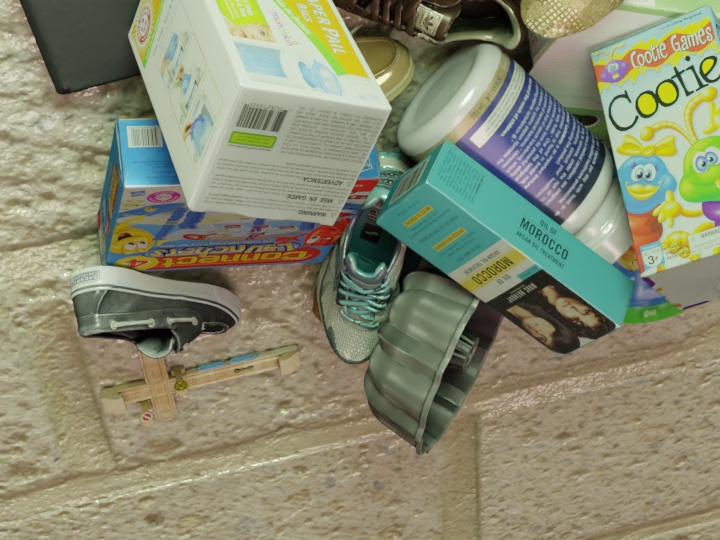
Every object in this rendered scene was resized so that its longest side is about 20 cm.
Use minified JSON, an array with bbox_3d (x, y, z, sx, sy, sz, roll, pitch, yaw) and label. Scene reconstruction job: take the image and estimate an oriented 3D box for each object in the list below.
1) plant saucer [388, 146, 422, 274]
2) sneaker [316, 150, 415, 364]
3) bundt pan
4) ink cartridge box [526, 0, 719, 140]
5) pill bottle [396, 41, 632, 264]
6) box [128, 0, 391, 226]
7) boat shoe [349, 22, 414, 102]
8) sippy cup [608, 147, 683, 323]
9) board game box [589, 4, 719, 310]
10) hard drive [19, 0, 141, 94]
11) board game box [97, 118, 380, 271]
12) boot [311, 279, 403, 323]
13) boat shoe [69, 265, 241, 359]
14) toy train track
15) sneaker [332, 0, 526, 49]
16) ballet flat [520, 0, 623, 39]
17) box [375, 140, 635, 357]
[{"bbox_3d":[0.092,-0.053,1.203,0.199,0.036,0.200,-10,140,-8],"label":"plant saucer"},{"bbox_3d":[0.000,0.000,1.135,0.077,0.086,0.201,11,117,2],"label":"sneaker"},{"bbox_3d":[0.067,0.060,1.171,0.076,0.202,0.202,25,136,15],"label":"bundt pan"},{"bbox_3d":[0.206,-0.182,1.113,0.145,0.048,0.200,2,157,-21],"label":"ink cartridge box"},{"bbox_3d":[0.137,-0.087,1.087,0.200,0.116,0.116,39,116,-17],"label":"pill bottle"},{"bbox_3d":[-0.075,-0.138,0.894,0.112,0.200,0.102,5,131,-30],"label":"box"},{"bbox_3d":[-0.055,-0.148,1.032,0.199,0.073,0.063,-18,140,-1],"label":"boat shoe"},{"bbox_3d":[0.254,-0.042,1.220,0.139,0.178,0.131,7,131,23],"label":"sippy cup"},{"bbox_3d":[0.264,-0.087,1.038,0.103,0.201,0.105,-19,155,25],"label":"board game box"},{"bbox_3d":[-0.181,-0.225,0.937,0.139,0.033,0.200,-16,137,-4],"label":"hard drive"},{"bbox_3d":[-0.105,-0.059,1.059,0.199,0.056,0.196,-3,162,-16],"label":"board game box"},{"bbox_3d":[0.032,0.050,1.290,0.075,0.074,0.200,-15,147,36],"label":"boot"},{"bbox_3d":[-0.175,0.046,1.156,0.072,0.068,0.200,-16,163,27],"label":"boat shoe"},{"bbox_3d":[-0.156,0.114,1.296,0.199,0.033,0.115,-13,137,-8],"label":"toy train track"},{"bbox_3d":[0.040,-0.214,0.996,0.199,0.076,0.071,3,133,-23],"label":"sneaker"},{"bbox_3d":[0.199,-0.251,0.980,0.200,0.071,0.065,-43,171,-16],"label":"ballet flat"},{"bbox_3d":[0.116,-0.014,1.050,0.200,0.049,0.082,35,145,-13],"label":"box"}]
